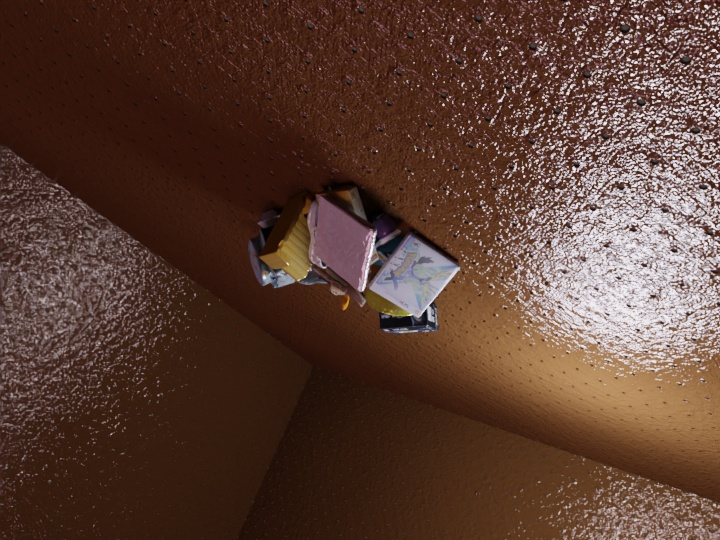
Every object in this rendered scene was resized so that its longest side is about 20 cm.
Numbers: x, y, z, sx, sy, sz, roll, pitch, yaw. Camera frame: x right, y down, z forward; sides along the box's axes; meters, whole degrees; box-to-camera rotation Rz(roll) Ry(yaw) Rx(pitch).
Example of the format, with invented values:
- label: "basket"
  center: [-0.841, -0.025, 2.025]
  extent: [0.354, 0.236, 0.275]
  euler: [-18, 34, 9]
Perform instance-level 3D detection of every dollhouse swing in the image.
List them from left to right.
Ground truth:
- label: "dollhouse swing"
  center: [-0.168, -0.084, 1.560]
  extent: [0.174, 0.205, 0.180]
  euler: [35, 159, -25]

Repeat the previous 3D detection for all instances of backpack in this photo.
- label: "backpack"
  center: [-0.278, -0.035, 1.729]
  extent: [0.201, 0.149, 0.180]
  euler: [101, 146, -74]

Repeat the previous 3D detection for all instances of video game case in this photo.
- label: "video game case"
  center: [0.147, 0.016, 1.474]
  extent: [0.179, 0.202, 0.022]
  euler: [29, -154, -18]

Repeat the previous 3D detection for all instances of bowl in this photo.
- label: "bowl"
  center: [0.112, 0.037, 1.612]
  extent: [0.195, 0.199, 0.111]
  euler: [17, 118, 25]

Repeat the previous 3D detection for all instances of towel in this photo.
- label: "towel"
  center: [-0.042, -0.072, 1.390]
  extent: [0.189, 0.032, 0.204]
  euler: [37, 138, 26]

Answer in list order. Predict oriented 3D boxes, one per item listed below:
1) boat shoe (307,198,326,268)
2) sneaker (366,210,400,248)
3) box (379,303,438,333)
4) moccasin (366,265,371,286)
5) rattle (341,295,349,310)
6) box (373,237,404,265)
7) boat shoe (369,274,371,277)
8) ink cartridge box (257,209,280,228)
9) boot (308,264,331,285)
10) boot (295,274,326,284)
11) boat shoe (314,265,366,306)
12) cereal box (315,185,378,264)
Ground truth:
- label: "boat shoe"
  center: [-0.106, -0.103, 1.515]
  extent: [0.069, 0.069, 0.206]
  euler: [36, 135, 43]
- label: "sneaker"
  center: [0.049, -0.116, 1.438]
  extent: [0.089, 0.075, 0.200]
  euler: [57, 165, -2]
- label: "box"
  center: [0.161, 0.153, 1.755]
  extent: [0.158, 0.090, 0.200]
  euler: [-6, 168, 17]
- label: "moccasin"
  center: [0.002, 0.001, 1.584]
  extent: [0.071, 0.080, 0.201]
  euler: [17, 164, -10]
- label: "rattle"
  center: [-0.101, 0.022, 1.813]
  extent: [0.197, 0.144, 0.131]
  euler: [22, -155, -40]
- label: "box"
  center: [0.079, -0.054, 1.551]
  extent: [0.196, 0.050, 0.082]
  euler: [5, 152, 48]
- label: "boat shoe"
  center: [-0.031, -0.037, 1.698]
  extent: [0.060, 0.077, 0.200]
  euler: [6, 151, 40]
- label: "ink cartridge box"
  center: [-0.224, -0.144, 1.745]
  extent: [0.161, 0.051, 0.197]
  euler: [39, 148, -30]
- label: "boot"
  center: [-0.145, -0.009, 1.834]
  extent: [0.166, 0.072, 0.201]
  euler: [43, -172, -26]
- label: "boot"
  center: [-0.211, 0.008, 1.986]
  extent: [0.195, 0.076, 0.148]
  euler: [2, -177, -40]
- label: "boat shoe"
  center: [-0.064, 0.040, 1.657]
  extent: [0.200, 0.074, 0.076]
  euler: [47, -178, 9]
- label: "cereal box"
  center: [-0.036, -0.115, 1.411]
  extent: [0.141, 0.039, 0.206]
  euler: [2, 116, 49]
